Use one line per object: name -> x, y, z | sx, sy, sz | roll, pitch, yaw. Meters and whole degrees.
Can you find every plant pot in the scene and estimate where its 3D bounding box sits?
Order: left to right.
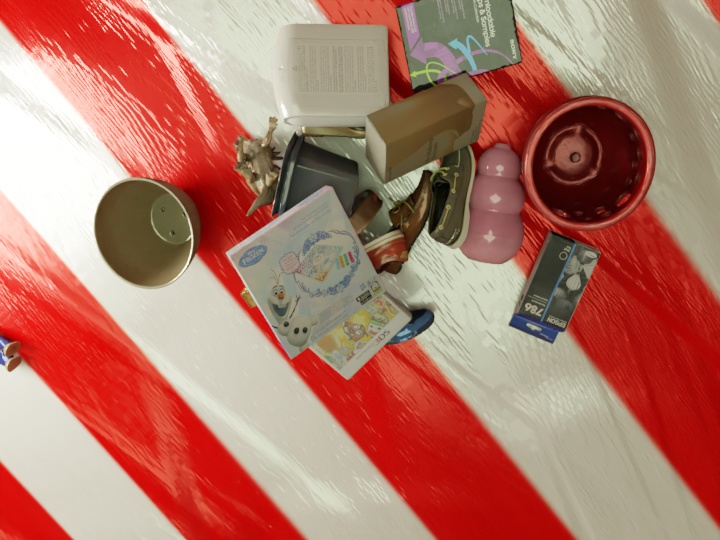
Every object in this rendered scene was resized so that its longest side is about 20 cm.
plant pot -> 0.359, -0.183, 1.063 | 0.194, 0.183, 0.207 | 3, 107, 9

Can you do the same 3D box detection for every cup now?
cup -> -0.381, -0.084, 1.235 | 0.194, 0.143, 0.207 | 3, 106, 9

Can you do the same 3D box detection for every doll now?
doll -> -0.841, 0.149, 1.427 | 0.195, 0.049, 0.140 | 18, 117, 11

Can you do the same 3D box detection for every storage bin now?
storage bin -> -0.076, -0.147, 1.147 | 0.130, 0.201, 0.149 | 15, 108, -5

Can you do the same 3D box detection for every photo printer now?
photo printer -> -0.049, -0.325, 1.087 | 0.193, 0.069, 0.172 | -2, 87, -6

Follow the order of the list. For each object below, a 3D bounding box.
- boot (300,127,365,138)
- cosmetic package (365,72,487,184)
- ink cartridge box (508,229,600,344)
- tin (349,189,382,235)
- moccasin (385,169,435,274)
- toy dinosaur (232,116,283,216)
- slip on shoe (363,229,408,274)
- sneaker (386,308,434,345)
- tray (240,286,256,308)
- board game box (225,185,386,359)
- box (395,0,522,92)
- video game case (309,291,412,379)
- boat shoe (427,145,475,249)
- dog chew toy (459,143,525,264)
boot -> -0.017, -0.321, 1.146 | 0.193, 0.072, 0.172 | 2, 100, -1
cosmetic package -> 0.107, -0.236, 1.083 | 0.196, 0.106, 0.072 | -27, 63, -13
ink cartridge box -> 0.357, 0.038, 1.203 | 0.097, 0.039, 0.205 | 19, 109, 3
tin -> -0.040, -0.069, 1.196 | 0.042, 0.113, 0.199 | 42, 108, -17
moccasin -> 0.078, -0.094, 1.198 | 0.076, 0.074, 0.204 | 24, 118, -7
toy dinosaur -> -0.175, -0.175, 1.155 | 0.083, 0.136, 0.205 | -8, 67, -4
slip on shoe -> 0.000, 0.000, 1.167 | 0.197, 0.074, 0.062 | -29, 80, 14
sneaker -> 0.045, 0.096, 1.253 | 0.194, 0.074, 0.085 | -12, 102, 11
tray -> -0.137, -0.024, 1.170 | 0.097, 0.202, 0.037 | -21, 118, 30
board game box -> -0.084, 0.003, 1.056 | 0.198, 0.043, 0.202 | -33, 112, -12
box -> 0.169, -0.403, 1.110 | 0.194, 0.036, 0.147 | -12, 103, 11
video game case -> -0.037, 0.078, 1.165 | 0.199, 0.023, 0.182 | 41, 112, -13
boat shoe -> 0.153, -0.142, 1.122 | 0.059, 0.072, 0.208 | 17, 68, -27
dog chew toy -> 0.234, -0.118, 1.139 | 0.121, 0.125, 0.206 | 8, 100, 7
